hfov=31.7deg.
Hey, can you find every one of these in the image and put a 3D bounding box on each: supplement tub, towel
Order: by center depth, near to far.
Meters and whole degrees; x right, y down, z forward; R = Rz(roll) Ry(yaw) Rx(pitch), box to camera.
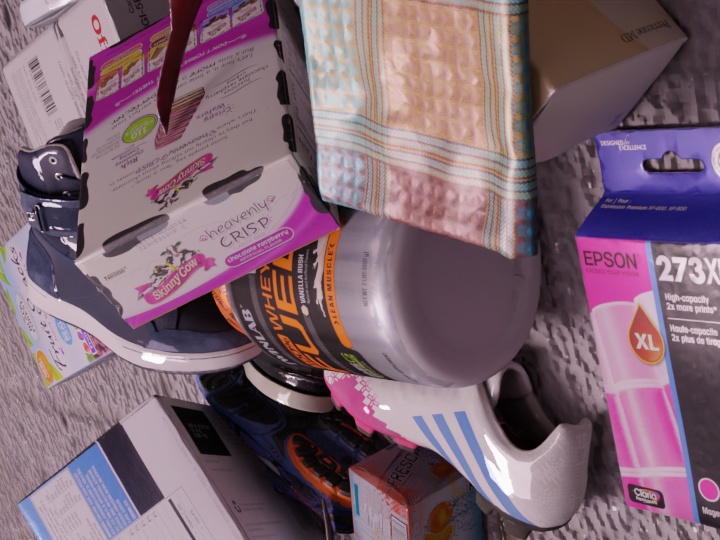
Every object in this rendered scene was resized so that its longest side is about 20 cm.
[{"bbox_3d":[0.019,-0.114,0.570,0.146,0.022,0.203,19,123,46],"label":"towel"},{"bbox_3d":[0.000,0.000,0.750,0.199,0.122,0.124,1,111,53],"label":"supplement tub"}]

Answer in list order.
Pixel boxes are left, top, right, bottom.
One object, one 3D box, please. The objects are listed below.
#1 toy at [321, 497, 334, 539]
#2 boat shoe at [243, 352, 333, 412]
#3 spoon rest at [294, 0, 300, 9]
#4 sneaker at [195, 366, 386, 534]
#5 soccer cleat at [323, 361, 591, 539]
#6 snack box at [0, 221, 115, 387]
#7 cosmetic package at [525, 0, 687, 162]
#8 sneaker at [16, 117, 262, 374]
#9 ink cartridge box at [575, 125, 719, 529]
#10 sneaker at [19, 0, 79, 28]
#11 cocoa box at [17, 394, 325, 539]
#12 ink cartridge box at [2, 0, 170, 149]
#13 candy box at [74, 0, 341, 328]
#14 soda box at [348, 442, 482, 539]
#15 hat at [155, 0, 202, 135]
[{"bbox_3d":[-0.026,0.262,0.915,0.201,0.047,0.116,78,179,-55],"label":"toy"},{"bbox_3d":[-0.073,0.032,0.916,0.199,0.074,0.067,36,112,56],"label":"boat shoe"},{"bbox_3d":[-0.013,-0.172,0.722,0.201,0.060,0.100,55,144,17],"label":"spoon rest"},{"bbox_3d":[-0.058,0.125,0.945,0.200,0.075,0.079,41,141,34],"label":"sneaker"},{"bbox_3d":[0.060,0.078,0.774,0.199,0.069,0.087,31,120,35],"label":"soccer cleat"},{"bbox_3d":[-0.269,0.020,1.180,0.199,0.053,0.144,-25,88,56],"label":"snack box"},{"bbox_3d":[0.051,-0.151,0.612,0.201,0.104,0.071,53,143,15],"label":"cosmetic package"},{"bbox_3d":[-0.150,-0.022,0.843,0.200,0.077,0.148,19,122,25],"label":"sneaker"},{"bbox_3d":[0.161,0.031,0.632,0.094,0.037,0.203,5,111,52],"label":"ink cartridge box"},{"bbox_3d":[-0.192,-0.234,0.928,0.199,0.072,0.072,-17,87,46],"label":"sneaker"},{"bbox_3d":[-0.133,0.189,0.945,0.134,0.131,0.200,54,-175,15],"label":"cocoa box"},{"bbox_3d":[-0.173,-0.121,0.944,0.199,0.082,0.149,-14,99,54],"label":"ink cartridge box"},{"bbox_3d":[-0.091,-0.078,0.738,0.061,0.135,0.201,54,-163,-39],"label":"candy box"},{"bbox_3d":[0.041,0.214,0.865,0.063,0.068,0.203,27,129,45],"label":"soda box"},{"bbox_3d":[-0.053,-0.222,0.694,0.198,0.167,0.177,-20,122,14],"label":"hat"}]
